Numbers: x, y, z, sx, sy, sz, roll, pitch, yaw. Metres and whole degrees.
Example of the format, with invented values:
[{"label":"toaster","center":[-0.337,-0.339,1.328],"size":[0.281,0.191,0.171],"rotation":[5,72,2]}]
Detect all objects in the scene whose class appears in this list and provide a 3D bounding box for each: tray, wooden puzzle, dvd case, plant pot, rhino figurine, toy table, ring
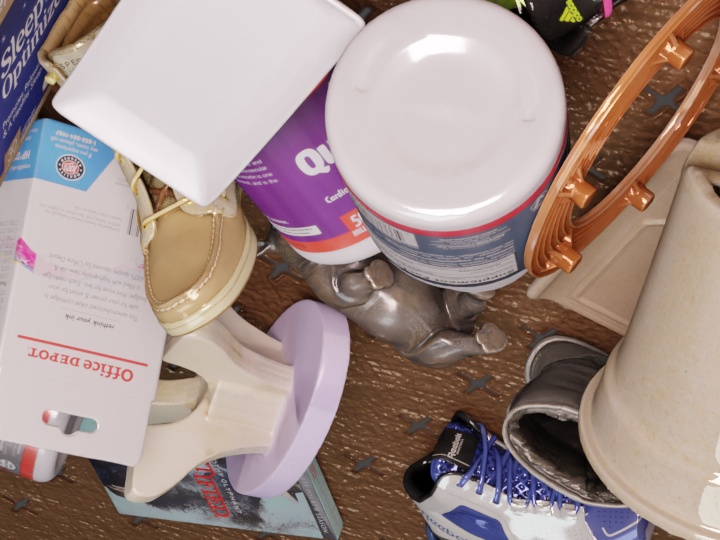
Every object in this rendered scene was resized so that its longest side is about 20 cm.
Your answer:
[{"label":"tray","center":[-0.082,-0.113,1.108],"size":[0.107,0.022,0.200],"rotation":[33,142,-11]},{"label":"wooden puzzle","center":[0.228,0.001,1.293],"size":[0.200,0.037,0.185],"rotation":[22,144,-12]},{"label":"dvd case","center":[-0.124,0.157,1.671],"size":[0.200,0.022,0.146],"rotation":[4,141,20]},{"label":"plant pot","center":[0.231,0.024,1.157],"size":[0.200,0.200,0.184],"rotation":[12,124,11]},{"label":"rhino figurine","center":[0.000,0.000,1.373],"size":[0.200,0.060,0.087],"rotation":[32,153,-11]},{"label":"toy table","center":[-0.096,0.081,1.441],"size":[0.117,0.184,0.200],"rotation":[14,142,-18]},{"label":"ring","center":[0.153,-0.074,1.092],"size":[0.019,0.200,0.200],"rotation":[38,147,14]}]

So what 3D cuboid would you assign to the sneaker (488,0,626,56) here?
[{"label":"sneaker","center":[0.121,-0.156,1.087],"size":[0.200,0.087,0.074],"rotation":[-8,136,33]}]

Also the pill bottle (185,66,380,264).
[{"label":"pill bottle","center":[-0.043,-0.102,1.214],"size":[0.112,0.112,0.200],"rotation":[-11,135,35]}]

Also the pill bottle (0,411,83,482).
[{"label":"pill bottle","center":[-0.303,0.072,1.565],"size":[0.200,0.116,0.116],"rotation":[20,144,0]}]

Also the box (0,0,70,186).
[{"label":"box","center":[-0.203,-0.152,1.217],"size":[0.032,0.121,0.200],"rotation":[16,144,6]}]

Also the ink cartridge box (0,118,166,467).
[{"label":"ink cartridge box","center":[-0.183,0.016,1.331],"size":[0.115,0.200,0.068],"rotation":[16,169,-34]}]

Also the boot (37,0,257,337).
[{"label":"boot","center":[-0.126,-0.070,1.231],"size":[0.073,0.200,0.155],"rotation":[-23,127,20]}]

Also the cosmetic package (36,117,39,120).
[{"label":"cosmetic package","center":[-0.282,-0.112,1.320],"size":[0.085,0.108,0.200],"rotation":[4,140,21]}]

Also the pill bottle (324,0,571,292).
[{"label":"pill bottle","center":[0.053,-0.056,1.104],"size":[0.120,0.120,0.200],"rotation":[12,168,10]}]

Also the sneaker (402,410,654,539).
[{"label":"sneaker","center":[0.109,0.160,1.514],"size":[0.199,0.081,0.115],"rotation":[-6,139,34]}]

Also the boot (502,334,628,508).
[{"label":"boot","center":[0.175,0.104,1.321],"size":[0.182,0.073,0.200],"rotation":[18,-174,0]}]
